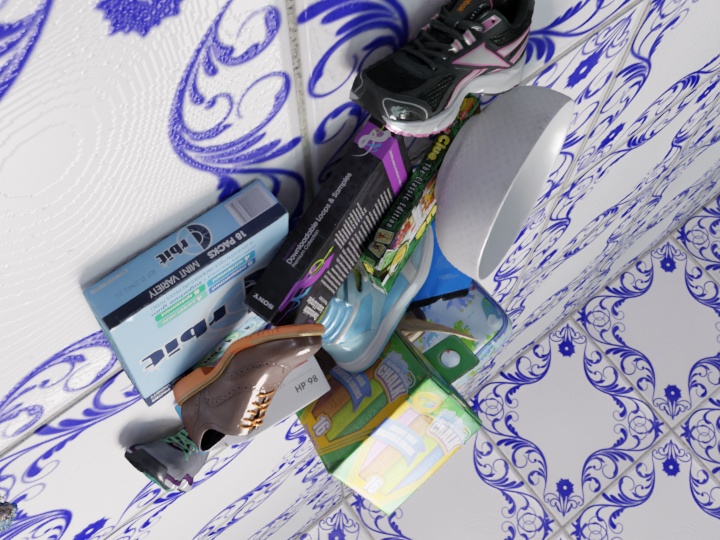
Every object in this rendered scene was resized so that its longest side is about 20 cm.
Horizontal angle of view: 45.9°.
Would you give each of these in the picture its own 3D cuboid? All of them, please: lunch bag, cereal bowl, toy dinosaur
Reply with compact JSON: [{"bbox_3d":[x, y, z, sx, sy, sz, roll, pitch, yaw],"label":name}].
[{"bbox_3d":[0.108,0.093,1.250,0.200,0.161,0.082,-44,160,6],"label":"lunch bag"},{"bbox_3d":[0.131,-0.095,0.846,0.201,0.083,0.201,-54,164,-24],"label":"cereal bowl"},{"bbox_3d":[0.041,0.070,1.070,0.101,0.198,0.059,-35,123,-55],"label":"toy dinosaur"}]

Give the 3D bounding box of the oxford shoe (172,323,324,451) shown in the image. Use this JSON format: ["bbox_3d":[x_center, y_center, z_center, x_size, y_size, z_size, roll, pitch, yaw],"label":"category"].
[{"bbox_3d":[-0.094,0.105,0.762,0.071,0.074,0.199,0,155,-43],"label":"oxford shoe"}]

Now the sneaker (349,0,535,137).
[{"bbox_3d":[0.069,-0.179,0.677,0.200,0.080,0.087,-36,152,-40],"label":"sneaker"}]

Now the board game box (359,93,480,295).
[{"bbox_3d":[0.066,-0.076,0.871,0.201,0.023,0.105,-58,167,-9],"label":"board game box"}]

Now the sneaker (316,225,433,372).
[{"bbox_3d":[0.000,0.000,0.938,0.130,0.079,0.202,37,73,-40],"label":"sneaker"}]

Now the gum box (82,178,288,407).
[{"bbox_3d":[-0.142,0.027,0.754,0.169,0.045,0.201,-36,161,-19],"label":"gum box"}]

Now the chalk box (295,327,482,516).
[{"bbox_3d":[0.046,0.151,0.976,0.200,0.124,0.124,-45,127,2],"label":"chalk box"}]

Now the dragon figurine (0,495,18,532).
[{"bbox_3d":[-0.393,0.267,0.785,0.200,0.059,0.099,-50,160,23],"label":"dragon figurine"}]

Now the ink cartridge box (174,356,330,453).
[{"bbox_3d":[-0.115,0.137,0.935,0.115,0.067,0.200,-28,179,-32],"label":"ink cartridge box"}]

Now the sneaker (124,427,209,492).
[{"bbox_3d":[-0.223,0.212,1.027,0.088,0.074,0.200,-53,173,-14],"label":"sneaker"}]

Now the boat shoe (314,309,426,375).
[{"bbox_3d":[0.003,0.116,1.203,0.200,0.075,0.075,-24,141,-6],"label":"boat shoe"}]

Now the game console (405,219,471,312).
[{"bbox_3d":[0.064,-0.007,1.117,0.199,0.117,0.173,-9,120,-60],"label":"game console"}]

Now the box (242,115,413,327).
[{"bbox_3d":[-0.023,-0.033,0.780,0.201,0.036,0.143,-57,168,-5],"label":"box"}]
